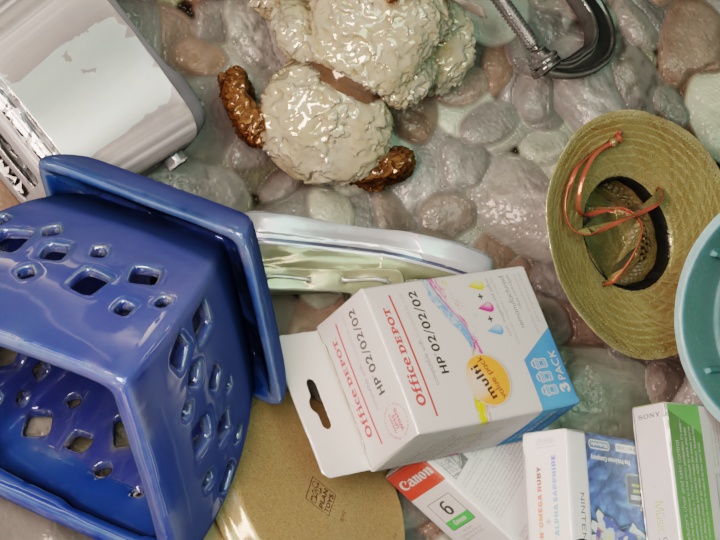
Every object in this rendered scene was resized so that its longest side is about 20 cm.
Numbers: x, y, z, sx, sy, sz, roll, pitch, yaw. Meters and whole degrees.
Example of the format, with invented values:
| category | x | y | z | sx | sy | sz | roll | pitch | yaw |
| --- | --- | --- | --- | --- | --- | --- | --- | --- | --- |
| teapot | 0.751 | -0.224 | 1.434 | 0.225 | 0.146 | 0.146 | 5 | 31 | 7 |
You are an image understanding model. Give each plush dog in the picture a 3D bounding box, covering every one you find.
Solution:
| category | x | y | z | sx | sy | sz | roll | pitch | yaw |
| --- | --- | --- | --- | --- | --- | --- | --- | --- | --- |
| plush dog | -0.009 | -0.145 | 1.597 | 0.199 | 0.160 | 0.173 | 23 | 93 | -16 |

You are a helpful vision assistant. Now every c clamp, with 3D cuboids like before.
| category | x | y | z | sx | sy | sz | roll | pitch | yaw |
| --- | --- | --- | --- | --- | --- | --- | --- | --- | --- |
| c clamp | 0.120 | -0.227 | 1.705 | 0.200 | 0.027 | 0.171 | 50 | 44 | -6 |

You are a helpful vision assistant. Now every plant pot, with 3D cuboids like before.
| category | x | y | z | sx | sy | sz | roll | pitch | yaw |
| --- | --- | --- | --- | --- | --- | --- | --- | --- | --- |
| plant pot | 0.373 | 0.037 | 1.648 | 0.196 | 0.199 | 0.202 | 3 | 73 | -57 |
| plant pot | -0.165 | 0.049 | 1.417 | 0.199 | 0.201 | 0.180 | 19 | 53 | 26 |

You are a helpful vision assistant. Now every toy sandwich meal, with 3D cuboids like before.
| category | x | y | z | sx | sy | sz | roll | pitch | yaw |
| --- | --- | --- | --- | --- | --- | --- | --- | --- | --- |
| toy sandwich meal | -0.054 | 0.176 | 1.525 | 0.205 | 0.070 | 0.206 | 29 | 43 | -31 |

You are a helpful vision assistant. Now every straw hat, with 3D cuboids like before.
| category | x | y | z | sx | sy | sz | roll | pitch | yaw |
| --- | --- | --- | --- | --- | --- | --- | --- | --- | --- |
| straw hat | 0.195 | -0.029 | 1.668 | 0.200 | 0.085 | 0.202 | 2 | 86 | -35 |

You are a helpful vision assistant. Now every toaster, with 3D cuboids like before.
| category | x | y | z | sx | sy | sz | roll | pitch | yaw |
| --- | --- | --- | --- | --- | --- | --- | --- | --- | --- |
| toaster | -0.216 | -0.132 | 1.516 | 0.129 | 0.114 | 0.200 | -40 | 95 | -23 |

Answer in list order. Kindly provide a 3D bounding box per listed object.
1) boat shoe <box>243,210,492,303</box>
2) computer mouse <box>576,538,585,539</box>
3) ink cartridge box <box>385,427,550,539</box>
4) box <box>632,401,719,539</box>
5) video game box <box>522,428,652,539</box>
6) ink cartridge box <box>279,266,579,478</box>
| category | x | y | z | sx | sy | sz | roll | pitch | yaw |
| --- | --- | --- | --- | --- | --- | --- | --- | --- | --- |
| boat shoe | 0.000 | 0.000 | 1.601 | 0.199 | 0.072 | 0.062 | 8 | 84 | -9 |
| computer mouse | 0.072 | 0.262 | 1.484 | 0.046 | 0.199 | 0.141 | 59 | 34 | -16 |
| ink cartridge box | 0.076 | 0.133 | 1.587 | 0.200 | 0.050 | 0.109 | 42 | 47 | -7 |
| box | 0.284 | 0.178 | 1.638 | 0.199 | 0.036 | 0.145 | 9 | 71 | -49 |
| video game box | 0.197 | 0.218 | 1.586 | 0.199 | 0.047 | 0.183 | 13 | 73 | -49 |
| ink cartridge box | 0.048 | 0.071 | 1.522 | 0.199 | 0.068 | 0.116 | -8 | 68 | -39 |
